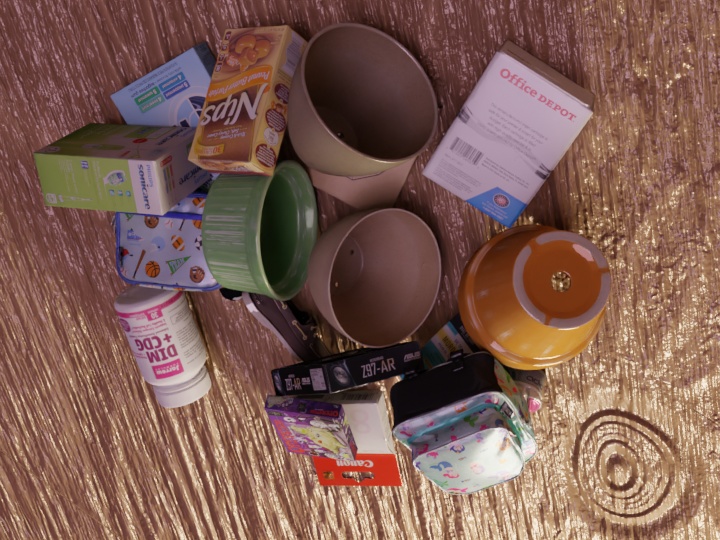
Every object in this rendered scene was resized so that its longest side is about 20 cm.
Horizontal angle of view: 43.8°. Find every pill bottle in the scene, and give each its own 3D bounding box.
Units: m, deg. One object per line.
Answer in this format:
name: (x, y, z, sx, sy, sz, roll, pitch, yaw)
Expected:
pill bottle: (-0.326, 0.121, 1.502, 0.113, 0.113, 0.200, -8, 113, 21)

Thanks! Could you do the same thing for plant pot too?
plant pot: (0.241, 0.026, 1.185, 0.200, 0.183, 0.200, 0, 80, -2)
plant pot: (0.000, 0.000, 1.314, 0.134, 0.200, 0.200, 17, 128, 53)

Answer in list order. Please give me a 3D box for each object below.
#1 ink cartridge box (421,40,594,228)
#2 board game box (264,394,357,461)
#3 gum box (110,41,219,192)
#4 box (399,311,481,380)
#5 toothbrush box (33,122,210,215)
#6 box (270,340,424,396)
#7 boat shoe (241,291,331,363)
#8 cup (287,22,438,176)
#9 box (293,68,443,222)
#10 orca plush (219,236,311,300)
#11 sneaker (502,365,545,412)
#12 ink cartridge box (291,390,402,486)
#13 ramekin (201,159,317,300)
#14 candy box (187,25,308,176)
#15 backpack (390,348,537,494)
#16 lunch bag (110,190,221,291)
ink cartridge box: (0.198, -0.182, 1.201, 0.146, 0.084, 0.200, 33, 120, 1)
board game box: (-0.075, 0.255, 1.432, 0.120, 0.032, 0.200, 9, 151, 14)
gum box: (-0.255, -0.216, 1.353, 0.170, 0.045, 0.200, -22, 106, 27)
box: (0.154, 0.119, 1.336, 0.200, 0.049, 0.082, -46, 55, 15)
toothbrush box: (-0.344, -0.152, 1.306, 0.200, 0.146, 0.086, 7, 118, 18)
box: (-0.023, 0.149, 1.344, 0.200, 0.160, 0.044, -17, 85, 62)
boat shoe: (-0.104, 0.088, 1.435, 0.060, 0.072, 0.200, -37, 114, 11)
cup: (-0.018, -0.204, 1.192, 0.200, 0.200, 0.143, 44, 144, -7)
box: (0.006, -0.189, 1.296, 0.163, 0.021, 0.200, 28, 119, 2)
orca plush: (-0.160, -0.005, 1.410, 0.200, 0.071, 0.105, -23, 106, 26)
sneaker: (0.200, 0.160, 1.383, 0.200, 0.087, 0.074, 4, 140, 40)
ink cartridge box: (-0.024, 0.299, 1.533, 0.162, 0.057, 0.200, -4, 109, 19)
ramekin: (-0.145, -0.060, 1.288, 0.098, 0.200, 0.200, 4, 116, 20)
candy box: (-0.154, -0.232, 1.227, 0.115, 0.055, 0.200, 7, 77, 34)
backpack: (0.155, 0.226, 1.266, 0.177, 0.151, 0.200, -24, 138, 17)
lunch bag: (-0.282, -0.053, 1.362, 0.200, 0.076, 0.160, 6, 98, 14)
